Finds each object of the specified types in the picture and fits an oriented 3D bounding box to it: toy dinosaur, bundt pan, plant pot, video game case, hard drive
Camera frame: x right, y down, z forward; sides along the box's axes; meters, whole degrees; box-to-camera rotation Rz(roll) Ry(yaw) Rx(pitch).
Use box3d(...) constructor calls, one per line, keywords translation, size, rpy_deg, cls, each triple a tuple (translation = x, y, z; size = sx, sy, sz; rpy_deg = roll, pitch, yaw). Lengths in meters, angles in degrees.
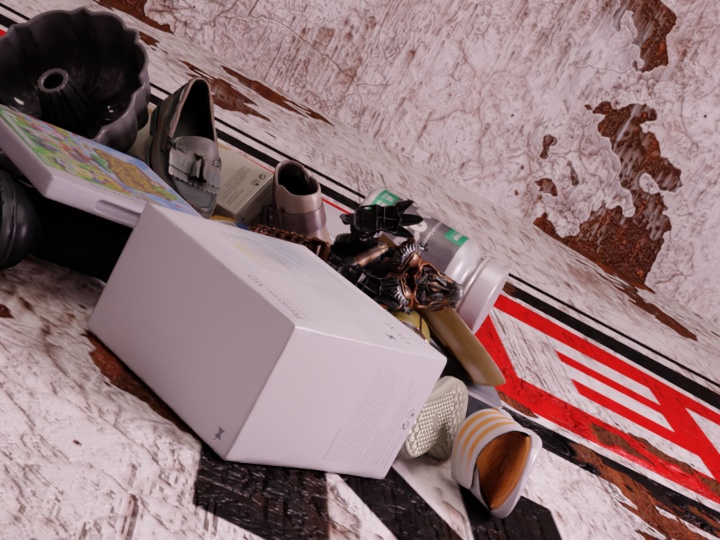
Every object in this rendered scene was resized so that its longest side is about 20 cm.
box3d(translation=(0.000, 0.000, 1.452), size=(0.197, 0.104, 0.136), rpy_deg=(-4, -8, -12), cls="toy dinosaur")
box3d(translation=(-0.301, -0.169, 1.604), size=(0.201, 0.202, 0.076), rpy_deg=(35, -21, 30), cls="bundt pan")
box3d(translation=(0.074, 0.046, 1.608), size=(0.201, 0.027, 0.200), rpy_deg=(50, -2, 2), cls="plant pot")
box3d(translation=(-0.229, -0.082, 1.378), size=(0.181, 0.022, 0.200), rpy_deg=(21, 11, -38), cls="video game case")
box3d(translation=(0.048, 0.090, 1.667), size=(0.198, 0.033, 0.140), rpy_deg=(27, 11, -11), cls="hard drive")

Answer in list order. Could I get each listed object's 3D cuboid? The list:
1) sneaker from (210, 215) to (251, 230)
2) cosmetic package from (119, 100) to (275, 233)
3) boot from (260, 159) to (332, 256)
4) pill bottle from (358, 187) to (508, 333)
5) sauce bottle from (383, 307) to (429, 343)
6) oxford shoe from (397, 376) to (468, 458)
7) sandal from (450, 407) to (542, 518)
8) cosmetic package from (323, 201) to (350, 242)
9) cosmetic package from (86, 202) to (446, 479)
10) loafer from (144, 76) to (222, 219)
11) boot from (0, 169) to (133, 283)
box3d(translation=(-0.161, -0.007, 1.524), size=(0.199, 0.076, 0.088), rpy_deg=(12, 34, -45), cls="sneaker")
box3d(translation=(-0.185, -0.092, 1.655), size=(0.199, 0.071, 0.106), rpy_deg=(31, -33, 19), cls="cosmetic package")
box3d(translation=(-0.048, -0.012, 1.547), size=(0.070, 0.148, 0.200), rpy_deg=(-15, 34, -19), cls="boot")
box3d(translation=(0.079, -0.009, 1.983), size=(0.199, 0.114, 0.113), rpy_deg=(31, 11, 10), cls="pill bottle")
box3d(translation=(0.036, 0.068, 1.508), size=(0.064, 0.065, 0.200), rpy_deg=(29, 6, 1), cls="sauce bottle")
box3d(translation=(0.051, 0.131, 1.412), size=(0.057, 0.076, 0.200), rpy_deg=(7, 1, 22), cls="oxford shoe")
box3d(translation=(0.107, 0.160, 1.408), size=(0.059, 0.080, 0.207), rpy_deg=(25, 3, -9), cls="sandal")
box3d(translation=(-0.063, -0.031, 1.810), size=(0.112, 0.082, 0.200), rpy_deg=(29, 10, -10), cls="cosmetic package")
box3d(translation=(-0.075, 0.058, 1.272), size=(0.199, 0.124, 0.199), rpy_deg=(37, 15, 37), cls="cosmetic package")
box3d(translation=(-0.169, -0.121, 1.540), size=(0.071, 0.063, 0.201), rpy_deg=(27, 28, -29), cls="loafer")
box3d(translation=(-0.254, -0.032, 1.336), size=(0.167, 0.077, 0.200), rpy_deg=(19, 8, -27), cls="boot")
